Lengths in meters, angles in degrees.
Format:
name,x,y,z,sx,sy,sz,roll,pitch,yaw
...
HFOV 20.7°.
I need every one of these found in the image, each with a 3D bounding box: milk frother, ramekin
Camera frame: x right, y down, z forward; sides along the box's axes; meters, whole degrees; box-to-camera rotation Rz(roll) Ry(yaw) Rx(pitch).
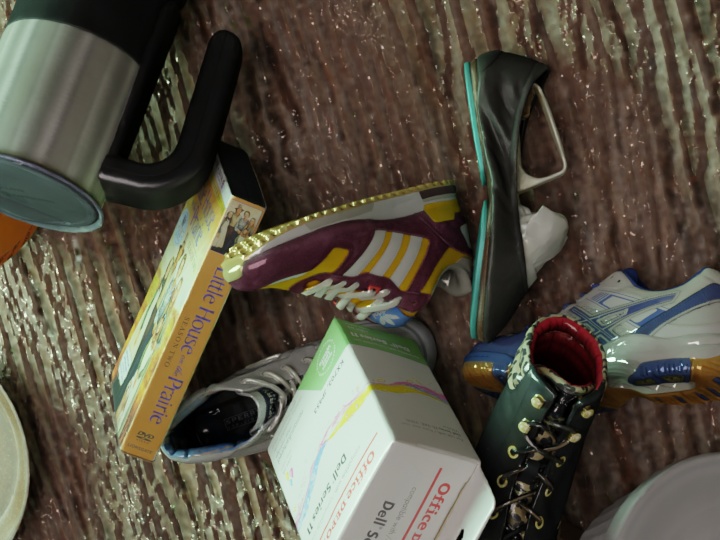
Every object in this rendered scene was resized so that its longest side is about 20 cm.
name,x,y,z,sx,sy,sz,roll,pitch,yaw
milk frother,-0.188,-0.148,1.331,0.180,0.200,0.188,8,68,22
ramekin,0.219,0.222,1.260,0.203,0.202,0.094,68,155,3

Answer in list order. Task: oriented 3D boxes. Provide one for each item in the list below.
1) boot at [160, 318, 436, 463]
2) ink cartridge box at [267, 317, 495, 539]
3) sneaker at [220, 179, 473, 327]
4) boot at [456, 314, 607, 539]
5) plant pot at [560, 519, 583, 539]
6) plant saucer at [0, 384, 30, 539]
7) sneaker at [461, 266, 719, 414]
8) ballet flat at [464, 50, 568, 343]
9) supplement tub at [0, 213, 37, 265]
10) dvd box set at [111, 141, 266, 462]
name,x,y,z,sx,sy,sz,roll,pitch,yaw
boot,-0.046,0.092,1.391,0.200,0.096,0.074,-26,86,21
ink cartridge box,0.010,0.132,1.276,0.067,0.200,0.117,18,111,-24
sneaker,0.000,0.000,1.317,0.075,0.200,0.090,-15,92,53
boot,0.101,0.138,1.232,0.073,0.204,0.154,16,126,-3
plant pot,0.078,0.271,1.321,0.200,0.175,0.201,2,97,20
plant saucer,-0.338,0.147,1.541,0.200,0.037,0.201,2,96,20
sneaker,0.165,0.045,1.331,0.200,0.075,0.088,-5,64,29
ballet flat,0.106,-0.051,1.330,0.068,0.068,0.200,-1,87,7
supplement tub,-0.334,-0.091,1.470,0.200,0.123,0.123,34,106,15
dvd box set,-0.124,0.018,1.393,0.029,0.146,0.200,21,105,-16
